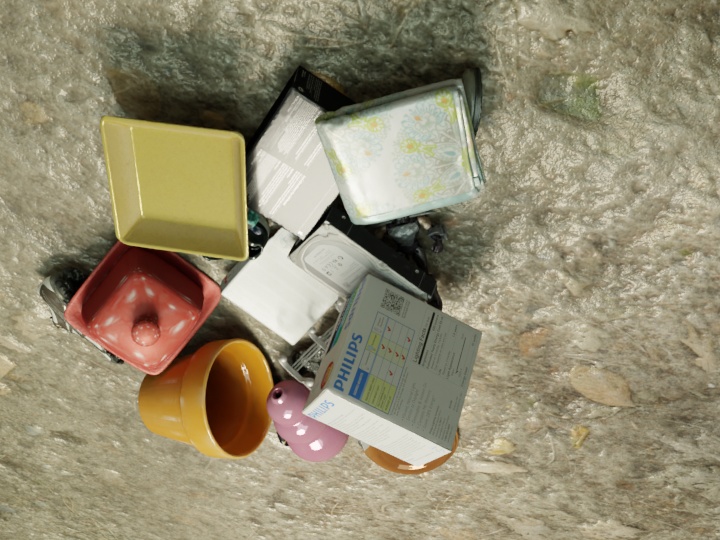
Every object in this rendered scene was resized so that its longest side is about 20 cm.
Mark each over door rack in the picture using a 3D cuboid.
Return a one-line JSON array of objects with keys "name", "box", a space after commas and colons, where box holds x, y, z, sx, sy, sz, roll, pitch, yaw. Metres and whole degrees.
[{"name": "over door rack", "box": [-0.013, 0.156, 1.252, 0.200, 0.148, 0.067, 42, 162, 15]}]

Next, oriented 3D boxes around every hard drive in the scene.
[{"name": "hard drive", "box": [0.000, 0.000, 1.201, 0.199, 0.038, 0.139, 35, 144, -15]}]

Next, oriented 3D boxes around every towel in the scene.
[{"name": "towel", "box": [0.057, -0.153, 1.045, 0.198, 0.048, 0.172, -13, 128, 9]}]

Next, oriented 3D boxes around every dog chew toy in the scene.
[{"name": "dog chew toy", "box": [-0.100, 0.263, 1.417, 0.123, 0.126, 0.200, -18, 141, 17]}]

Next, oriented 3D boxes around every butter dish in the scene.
[{"name": "butter dish", "box": [-0.342, 0.073, 1.255, 0.199, 0.148, 0.200, 39, 95, -24]}]

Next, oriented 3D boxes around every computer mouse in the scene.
[{"name": "computer mouse", "box": [-0.160, 0.275, 1.506, 0.058, 0.034, 0.202, -8, 128, 9]}]

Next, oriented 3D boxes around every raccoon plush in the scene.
[{"name": "raccoon plush", "box": [-0.043, 0.193, 1.360, 0.096, 0.135, 0.200, 9, 149, -36]}]

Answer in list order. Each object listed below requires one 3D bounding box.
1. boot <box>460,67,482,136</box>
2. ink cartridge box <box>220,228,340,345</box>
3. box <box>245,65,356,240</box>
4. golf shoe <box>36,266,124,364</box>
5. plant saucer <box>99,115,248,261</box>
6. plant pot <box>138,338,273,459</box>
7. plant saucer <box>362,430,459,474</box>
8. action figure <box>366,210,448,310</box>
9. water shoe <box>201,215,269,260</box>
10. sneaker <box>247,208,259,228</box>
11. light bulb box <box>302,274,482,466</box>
[{"name": "boot", "box": [0.089, -0.191, 1.090, 0.129, 0.068, 0.201, 9, 130, -5]}, {"name": "ink cartridge box", "box": [-0.108, 0.004, 1.291, 0.162, 0.050, 0.200, 38, 104, -24]}, {"name": "box", "box": [-0.084, -0.161, 1.119, 0.140, 0.079, 0.200, 31, 124, -16]}, {"name": "golf shoe", "box": [-0.471, 0.082, 1.353, 0.094, 0.078, 0.201, -12, 121, 27]}, {"name": "plant saucer", "box": [-0.247, -0.120, 1.094, 0.197, 0.049, 0.202, 8, 125, 6]}, {"name": "plant pot", "box": [-0.281, 0.226, 1.387, 0.181, 0.201, 0.201, -6, 130, 28]}, {"name": "plant saucer", "box": [0.093, 0.334, 1.536, 0.197, 0.038, 0.202, 2, 128, 2]}, {"name": "action figure", "box": [0.077, -0.027, 1.226, 0.129, 0.070, 0.202, -7, 125, 16]}, {"name": "water shoe", "box": [-0.241, -0.058, 1.212, 0.197, 0.079, 0.072, 1, 129, 3]}, {"name": "sneaker", "box": [-0.245, -0.115, 1.177, 0.199, 0.078, 0.091, 32, 128, -10]}, {"name": "light bulb box", "box": [0.048, 0.149, 1.158, 0.198, 0.200, 0.125, 27, 148, -9]}]
